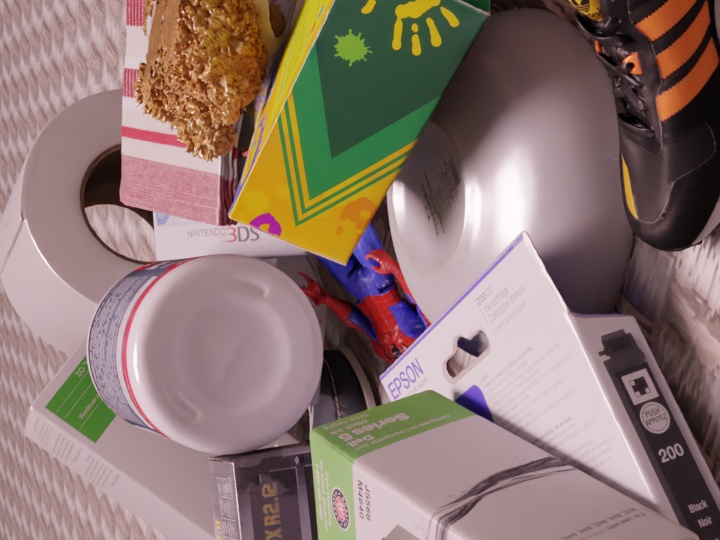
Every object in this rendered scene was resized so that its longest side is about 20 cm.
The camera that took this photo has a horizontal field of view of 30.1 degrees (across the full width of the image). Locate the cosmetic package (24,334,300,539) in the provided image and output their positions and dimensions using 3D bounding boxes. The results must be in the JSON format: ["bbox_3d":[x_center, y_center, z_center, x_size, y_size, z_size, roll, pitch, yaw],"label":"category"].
[{"bbox_3d":[-0.147,0.135,1.035,0.108,0.200,0.085,-56,2,-27],"label":"cosmetic package"}]

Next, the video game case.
[{"bbox_3d":[-0.093,-0.107,0.916,0.182,0.022,0.200,-2,93,50],"label":"video game case"}]

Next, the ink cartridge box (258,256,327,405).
[{"bbox_3d":[-0.073,-0.014,0.983,0.160,0.047,0.200,17,101,62],"label":"ink cartridge box"}]

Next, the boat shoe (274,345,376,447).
[{"bbox_3d":[-0.021,0.154,0.951,0.075,0.062,0.200,155,110,-69],"label":"boat shoe"}]

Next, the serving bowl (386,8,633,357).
[{"bbox_3d":[0.065,-0.043,0.733,0.200,0.066,0.200,17,109,62],"label":"serving bowl"}]

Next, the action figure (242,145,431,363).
[{"bbox_3d":[0.000,0.000,0.826,0.065,0.052,0.200,-25,105,33],"label":"action figure"}]

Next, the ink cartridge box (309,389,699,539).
[{"bbox_3d":[0.063,0.163,0.642,0.200,0.084,0.146,24,123,55],"label":"ink cartridge box"}]

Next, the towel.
[{"bbox_3d":[-0.122,-0.136,0.915,0.144,0.023,0.200,15,105,50],"label":"towel"}]

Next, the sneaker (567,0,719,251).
[{"bbox_3d":[0.119,-0.105,0.576,0.070,0.090,0.200,-147,57,-59],"label":"sneaker"}]

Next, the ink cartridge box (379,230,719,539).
[{"bbox_3d":[0.097,0.104,0.688,0.200,0.043,0.198,66,151,16],"label":"ink cartridge box"}]

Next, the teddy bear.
[{"bbox_3d":[-0.092,-0.137,0.794,0.200,0.067,0.145,146,126,-68],"label":"teddy bear"}]

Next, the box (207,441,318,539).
[{"bbox_3d":[-0.003,0.202,0.810,0.048,0.158,0.200,168,96,-65],"label":"box"}]

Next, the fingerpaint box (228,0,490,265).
[{"bbox_3d":[0.005,-0.131,0.719,0.200,0.073,0.167,-82,18,-51],"label":"fingerpaint box"}]

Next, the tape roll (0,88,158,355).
[{"bbox_3d":[-0.198,-0.034,1.134,0.139,0.202,0.203,139,122,-61],"label":"tape roll"}]

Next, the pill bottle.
[{"bbox_3d":[-0.113,0.051,0.868,0.200,0.119,0.120,177,89,-67],"label":"pill bottle"}]
